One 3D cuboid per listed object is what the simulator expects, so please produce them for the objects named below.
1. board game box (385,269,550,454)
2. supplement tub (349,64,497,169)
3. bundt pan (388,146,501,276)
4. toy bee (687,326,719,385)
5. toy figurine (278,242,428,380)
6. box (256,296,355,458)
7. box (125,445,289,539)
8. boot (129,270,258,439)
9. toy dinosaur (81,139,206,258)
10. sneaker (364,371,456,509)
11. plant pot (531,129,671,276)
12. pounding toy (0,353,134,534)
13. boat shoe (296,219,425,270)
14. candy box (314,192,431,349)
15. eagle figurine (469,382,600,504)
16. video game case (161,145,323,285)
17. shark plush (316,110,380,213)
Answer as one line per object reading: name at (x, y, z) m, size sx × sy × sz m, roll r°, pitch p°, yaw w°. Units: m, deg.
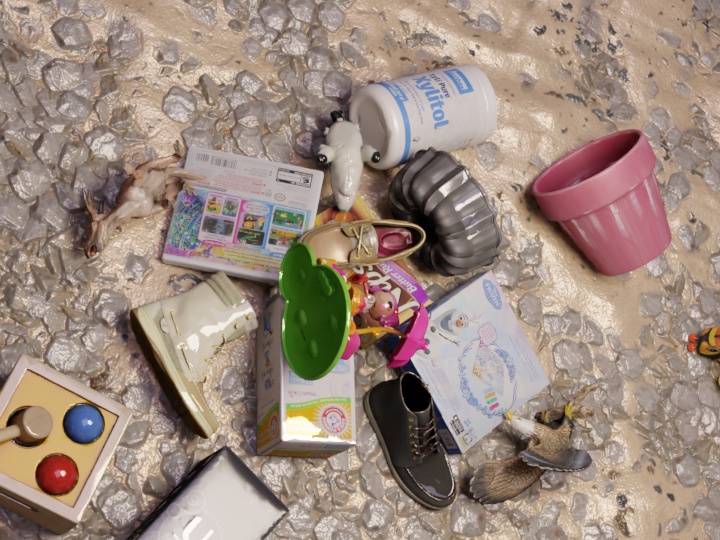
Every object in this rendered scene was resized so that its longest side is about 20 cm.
board game box at (0.161, 0.134, 1.841) m, size 0.199 × 0.043 × 0.200 m, roll -33°, pitch 99°, yaw -30°
supplement tub at (0.095, -0.238, 1.916) m, size 0.200 × 0.132 × 0.132 m, roll -19°, pitch 80°, yaw -29°
bundt pan at (0.113, -0.075, 1.830) m, size 0.076 × 0.202 × 0.202 m, roll -33°, pitch 87°, yaw -22°
toy bee at (0.603, 0.119, 2.053) m, size 0.200 × 0.108 × 0.131 m, roll 57°, pitch 47°, yaw -26°
toy figurine at (0.003, 0.060, 1.669) m, size 0.184 × 0.150 × 0.200 m, roll 9°, pitch 42°, yaw -36°
box at (-0.076, 0.150, 1.709) m, size 0.112 × 0.101 × 0.201 m, roll 7°, pitch 68°, yaw -22°
box at (-0.208, 0.338, 1.575) m, size 0.122 × 0.106 × 0.200 m, roll 46°, pitch 59°, yaw -4°
boot at (-0.201, 0.110, 1.677) m, size 0.154 × 0.072 × 0.200 m, roll -26°, pitch 80°, yaw -24°
toy dinosaur at (-0.305, -0.106, 1.704) m, size 0.086 × 0.135 × 0.200 m, roll 60°, pitch 39°, yaw -9°
sneaker at (0.083, 0.241, 1.747) m, size 0.075 × 0.106 × 0.200 m, roll -31°, pitch 86°, yaw -31°
plant pot at (0.399, -0.099, 1.984) m, size 0.200 × 0.200 × 0.179 m, roll -39°, pitch 106°, yaw -31°
pounding toy at (-0.406, 0.210, 1.508) m, size 0.200 × 0.142 × 0.185 m, roll 30°, pitch 61°, yaw -13°
boat shoe at (0.003, -0.042, 1.761) m, size 0.199 × 0.066 × 0.074 m, roll -12°, pitch 85°, yaw -34°
candy box at (0.000, 0.000, 1.827) m, size 0.117 × 0.056 × 0.200 m, roll -31°, pitch 85°, yaw -31°
eagle figurine at (0.261, 0.264, 1.807) m, size 0.150 × 0.152 × 0.200 m, roll 15°, pitch 40°, yaw 20°
video game case at (-0.164, -0.077, 1.765) m, size 0.199 × 0.024 × 0.183 m, roll 11°, pitch 66°, yaw -3°
shark plush at (-0.036, -0.175, 1.845) m, size 0.091 × 0.083 × 0.200 m, roll -10°, pitch 41°, yaw -13°
